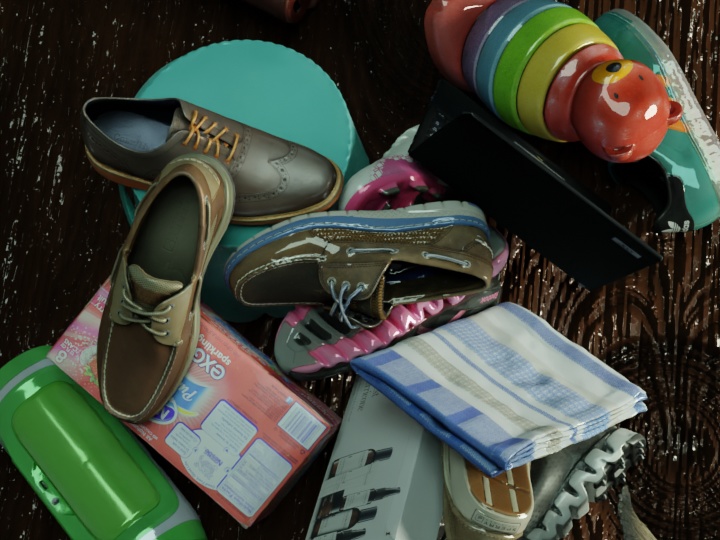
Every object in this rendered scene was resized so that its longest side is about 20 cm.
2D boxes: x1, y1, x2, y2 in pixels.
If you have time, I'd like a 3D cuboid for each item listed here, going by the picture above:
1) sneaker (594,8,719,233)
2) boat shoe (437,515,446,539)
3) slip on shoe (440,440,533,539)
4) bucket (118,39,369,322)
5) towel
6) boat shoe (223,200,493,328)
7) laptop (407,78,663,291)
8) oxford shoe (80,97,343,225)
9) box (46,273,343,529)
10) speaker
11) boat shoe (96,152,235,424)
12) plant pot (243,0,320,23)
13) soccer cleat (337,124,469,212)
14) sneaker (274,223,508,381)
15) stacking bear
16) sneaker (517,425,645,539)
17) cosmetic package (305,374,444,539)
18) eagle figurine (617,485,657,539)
[{"bbox_3d":[0.226,-0.120,1.497,0.080,0.071,0.200,-23,70,-10],"label":"sneaker"},{"bbox_3d":[0.041,0.190,1.390,0.065,0.073,0.200,51,59,-23],"label":"boat shoe"},{"bbox_3d":[0.091,0.133,1.343,0.076,0.061,0.200,16,33,-10],"label":"slip on shoe"},{"bbox_3d":[-0.089,-0.075,1.466,0.207,0.135,0.207,-1,68,4],"label":"bucket"},{"bbox_3d":[0.105,0.081,1.349,0.147,0.024,0.200,36,31,28],"label":"towel"},{"bbox_3d":[0.000,0.000,1.360,0.200,0.072,0.072,-12,52,-1],"label":"boat shoe"},{"bbox_3d":[0.136,-0.079,1.390,0.177,0.103,0.200,37,33,-8],"label":"laptop"},{"bbox_3d":[-0.112,-0.084,1.359,0.200,0.073,0.071,10,69,8],"label":"oxford shoe"},{"bbox_3d":[-0.122,0.090,1.394,0.200,0.095,0.103,39,91,6],"label":"box"},{"bbox_3d":[-0.203,0.153,1.409,0.088,0.088,0.200,-37,70,-11],"label":"speaker"},{"bbox_3d":[-0.147,0.013,1.311,0.076,0.072,0.200,15,96,7],"label":"boat shoe"},{"bbox_3d":[-0.101,-0.318,1.545,0.195,0.201,0.201,32,73,7],"label":"plant pot"},{"bbox_3d":[0.042,-0.075,1.455,0.200,0.070,0.086,-9,51,-46],"label":"soccer cleat"},{"bbox_3d":[0.029,0.041,1.430,0.200,0.095,0.079,-26,54,-13],"label":"sneaker"},{"bbox_3d":[0.161,-0.152,1.458,0.121,0.114,0.200,-30,45,-22],"label":"stacking bear"},{"bbox_3d":[0.118,0.174,1.392,0.090,0.066,0.200,39,74,23],"label":"sneaker"},{"bbox_3d":[0.021,0.145,1.353,0.083,0.051,0.200,-16,33,26],"label":"cosmetic package"},{"bbox_3d":[0.227,0.264,1.314,0.151,0.152,0.200,14,73,31],"label":"eagle figurine"}]
